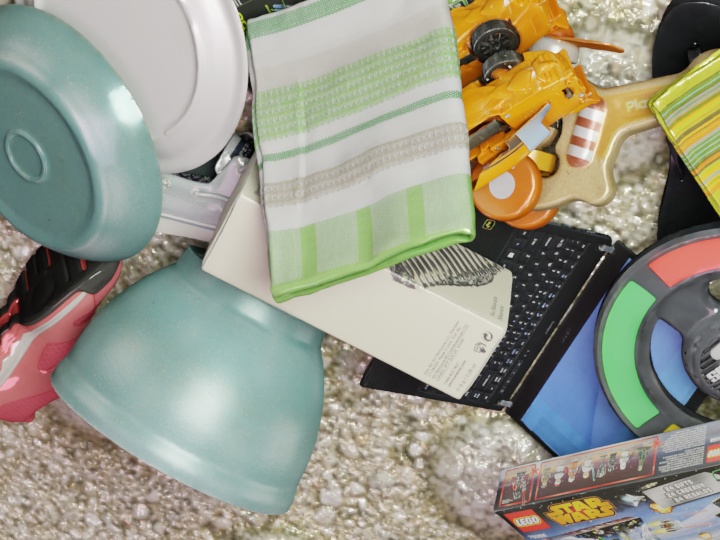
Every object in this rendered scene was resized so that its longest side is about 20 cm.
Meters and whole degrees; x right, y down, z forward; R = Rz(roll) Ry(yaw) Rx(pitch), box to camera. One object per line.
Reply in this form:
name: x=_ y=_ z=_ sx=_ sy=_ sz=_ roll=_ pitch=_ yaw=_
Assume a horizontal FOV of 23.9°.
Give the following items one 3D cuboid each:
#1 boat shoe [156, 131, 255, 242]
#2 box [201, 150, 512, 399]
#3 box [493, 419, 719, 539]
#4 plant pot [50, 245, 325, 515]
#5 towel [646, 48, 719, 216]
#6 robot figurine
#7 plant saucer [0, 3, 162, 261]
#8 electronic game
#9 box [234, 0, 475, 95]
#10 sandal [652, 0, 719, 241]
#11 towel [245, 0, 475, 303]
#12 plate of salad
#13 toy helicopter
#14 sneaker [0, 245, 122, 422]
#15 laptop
boat shoe: x=-0.089 y=-0.062 z=1.209 sx=0.199 sy=0.070 sz=0.072 roll=8 pitch=131 yaw=12
box: x=0.000 y=0.000 z=1.145 sx=0.199 sy=0.082 sz=0.069 roll=27 pitch=121 yaw=-9
box: x=0.214 y=0.173 z=1.214 sx=0.199 sy=0.040 sz=0.137 roll=-18 pitch=133 yaw=38
plant pot: x=-0.104 y=0.067 z=1.236 sx=0.199 sy=0.200 sz=0.135 roll=30 pitch=95 yaw=-6
towel: x=0.268 y=-0.049 z=1.069 sx=0.086 sy=0.018 sz=0.201 roll=-34 pitch=102 yaw=8
robot figurine: x=0.049 y=-0.097 z=1.087 sx=0.199 sy=0.146 sz=0.058 roll=-32 pitch=139 yaw=22
plant saucer: x=-0.224 y=-0.087 z=1.198 sx=0.199 sy=0.036 sz=0.201 roll=24 pitch=133 yaw=28
electronic game: x=0.256 y=0.056 z=1.149 sx=0.198 sy=0.042 sz=0.201 roll=7 pitch=122 yaw=11
box: x=-0.030 y=-0.227 z=1.117 sx=0.192 sy=0.048 sz=0.201 roll=-22 pitch=114 yaw=25
sandal: x=0.234 y=-0.089 z=1.140 sx=0.075 sy=0.043 sz=0.201 roll=0 pitch=120 yaw=13
towel: x=-0.005 y=-0.092 z=1.060 sx=0.148 sy=0.201 sz=0.031 roll=-20 pitch=151 yaw=26
plate of salad: x=-0.152 y=-0.162 z=1.152 sx=0.199 sy=0.048 sz=0.201 roll=17 pitch=123 yaw=27
toy helicopter: x=0.156 y=-0.110 z=1.106 sx=0.199 sy=0.079 sz=0.133 roll=-13 pitch=82 yaw=18
sneaker: x=-0.236 y=0.047 z=1.322 sx=0.087 sy=0.074 sz=0.200 roll=29 pitch=121 yaw=-35
laptop: x=0.131 y=0.066 z=1.214 sx=0.199 sy=0.104 sz=0.178 roll=12 pitch=125 yaw=-27
